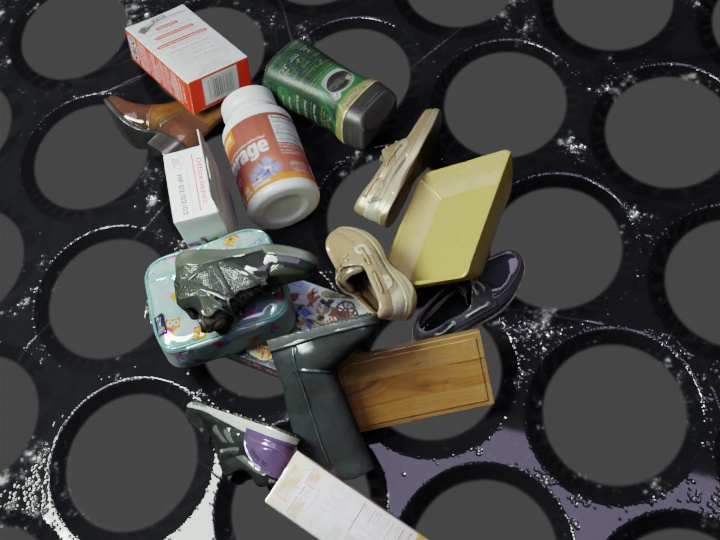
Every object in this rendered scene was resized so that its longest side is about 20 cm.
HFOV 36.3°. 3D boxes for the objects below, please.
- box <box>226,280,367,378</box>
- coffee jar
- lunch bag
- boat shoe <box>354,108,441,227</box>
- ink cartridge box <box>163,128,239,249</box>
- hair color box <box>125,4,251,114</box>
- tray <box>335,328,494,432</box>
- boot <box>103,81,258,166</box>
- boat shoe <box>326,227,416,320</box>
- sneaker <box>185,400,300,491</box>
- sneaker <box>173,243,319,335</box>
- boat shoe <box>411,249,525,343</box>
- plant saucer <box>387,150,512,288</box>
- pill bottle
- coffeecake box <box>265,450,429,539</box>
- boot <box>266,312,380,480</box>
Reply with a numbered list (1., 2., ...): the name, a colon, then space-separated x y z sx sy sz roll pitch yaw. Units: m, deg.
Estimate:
1. box: -0.098 0.081 1.539 0.198 0.038 0.138 18 68 17
2. coffee jar: -0.045 -0.267 1.675 0.199 0.086 0.104 32 62 22
3. lunch bag: -0.199 0.035 1.511 0.198 0.077 0.162 -17 63 -1
4. boat shoe: 0.057 -0.162 1.617 0.064 0.071 0.201 24 71 18
5. ink cartridge box: -0.225 -0.095 1.553 0.067 0.200 0.116 -15 62 1
6. hair color box: -0.270 -0.333 1.720 0.110 0.064 0.200 -29 51 -23
7. tray: 0.070 0.147 1.458 0.198 0.037 0.100 -12 93 3
8. boot: -0.283 -0.271 1.727 0.188 0.069 0.200 32 66 33
9. boat shoe: 0.000 0.000 1.508 0.064 0.072 0.200 -4 31 -34
10. sneaker: -0.171 0.229 1.433 0.199 0.075 0.088 11 78 44
11. sneaker: -0.149 0.028 1.424 0.197 0.076 0.115 -4 64 9
12. boat shoe: 0.151 0.037 1.510 0.200 0.063 0.073 -39 65 -11
13. plant saucer: 0.127 -0.056 1.521 0.199 0.048 0.202 -10 52 54
14. pill bottle: -0.141 -0.172 1.628 0.111 0.112 0.201 -21 63 -2
15. coffeecake box: -0.011 0.305 1.323 0.199 0.154 0.073 34 79 5
16. boot: -0.023 0.167 1.410 0.164 0.065 0.202 -16 89 28
